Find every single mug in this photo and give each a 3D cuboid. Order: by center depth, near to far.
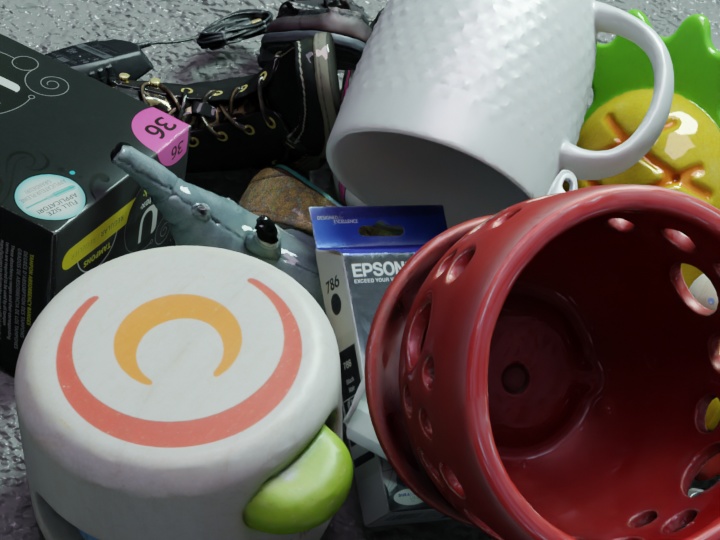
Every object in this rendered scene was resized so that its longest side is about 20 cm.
[{"bbox_3d":[0.099,-0.120,1.539,0.199,0.148,0.176,14,68,20],"label":"mug"}]

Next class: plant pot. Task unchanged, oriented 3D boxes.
[{"bbox_3d":[0.112,0.056,1.315,0.199,0.202,0.182,-6,2,-19],"label":"plant pot"}]

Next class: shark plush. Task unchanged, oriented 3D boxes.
[{"bbox_3d":[-0.065,-0.025,1.502,0.091,0.200,0.083,-51,22,-25],"label":"shark plush"}]

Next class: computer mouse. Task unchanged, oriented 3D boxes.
[{"bbox_3d":[-0.147,-0.152,1.764,0.199,0.034,0.059,-17,23,-25],"label":"computer mouse"}]

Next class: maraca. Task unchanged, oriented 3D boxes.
[{"bbox_3d":[0.190,-0.066,1.581,0.136,0.202,0.107,7,7,28],"label":"maraca"}]

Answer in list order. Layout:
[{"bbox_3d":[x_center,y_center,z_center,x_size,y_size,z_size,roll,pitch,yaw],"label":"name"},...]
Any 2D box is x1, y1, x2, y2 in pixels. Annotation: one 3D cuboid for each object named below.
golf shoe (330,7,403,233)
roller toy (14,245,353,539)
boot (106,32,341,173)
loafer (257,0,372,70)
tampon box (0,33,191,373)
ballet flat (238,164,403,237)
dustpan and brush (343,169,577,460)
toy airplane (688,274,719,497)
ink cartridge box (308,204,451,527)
[{"bbox_3d":[0.017,-0.101,1.695,0.072,0.093,0.201,3,40,-11],"label":"golf shoe"},{"bbox_3d":[-0.101,0.090,1.392,0.181,0.140,0.201,-5,46,-4],"label":"roller toy"},{"bbox_3d":[-0.091,-0.105,1.624,0.149,0.200,0.074,-3,83,-8],"label":"boot"},{"bbox_3d":[-0.033,-0.173,1.709,0.071,0.063,0.200,13,-4,-12],"label":"loafer"},{"bbox_3d":[-0.232,-0.049,1.547,0.199,0.127,0.150,25,41,19],"label":"tampon box"},{"bbox_3d":[0.000,0.000,1.596,0.199,0.071,0.071,29,42,22],"label":"ballet flat"},{"bbox_3d":[0.085,0.032,1.439,0.139,0.057,0.201,29,61,-16],"label":"dustpan and brush"},{"bbox_3d":[0.232,0.064,1.493,0.198,0.142,0.199,-2,19,6],"label":"toy airplane"},{"bbox_3d":[0.034,0.049,1.465,0.099,0.039,0.201,-3,72,-28],"label":"ink cartridge box"}]
